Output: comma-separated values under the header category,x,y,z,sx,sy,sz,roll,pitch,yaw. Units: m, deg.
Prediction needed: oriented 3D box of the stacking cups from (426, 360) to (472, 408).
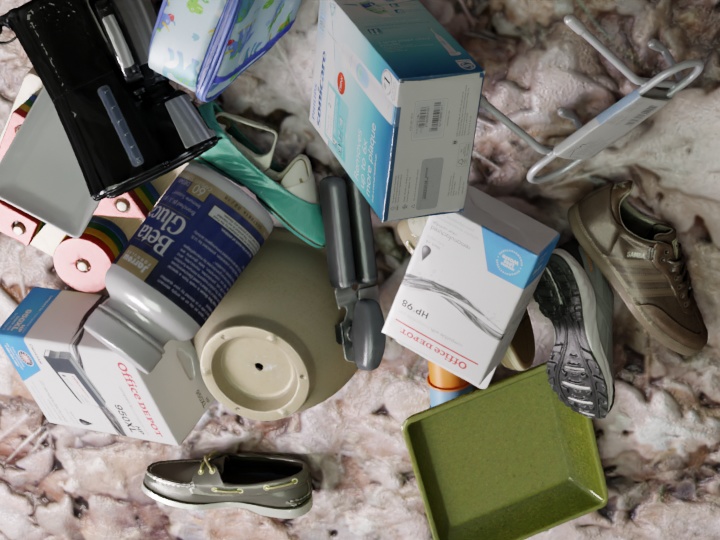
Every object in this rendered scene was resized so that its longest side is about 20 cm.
category,x,y,z,sx,sy,sz,roll,pitch,yaw
stacking cups,0.094,0.133,1.740,0.060,0.061,0.200,0,117,17

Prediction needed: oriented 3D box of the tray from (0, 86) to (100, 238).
category,x,y,z,sx,sy,sz,roll,pitch,yaw
tray,-0.282,-0.141,1.636,0.107,0.022,0.200,28,81,1

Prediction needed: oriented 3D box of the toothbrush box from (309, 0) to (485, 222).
category,x,y,z,sx,sy,sz,roll,pitch,yaw
toothbrush box,0.028,-0.160,1.486,0.085,0.200,0.146,-7,126,-20

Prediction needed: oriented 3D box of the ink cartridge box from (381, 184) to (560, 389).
category,x,y,z,sx,sy,sz,roll,pitch,yaw
ink cartridge box,0.100,0.029,1.585,0.116,0.067,0.200,28,121,12

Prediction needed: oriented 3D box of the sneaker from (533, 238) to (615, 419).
category,x,y,z,sx,sy,sz,roll,pitch,yaw
sneaker,0.230,0.061,1.634,0.074,0.079,0.200,11,123,40

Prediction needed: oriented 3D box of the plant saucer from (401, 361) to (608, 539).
category,x,y,z,sx,sy,sz,roll,pitch,yaw
plant saucer,0.150,0.196,1.724,0.200,0.048,0.200,-21,118,-9

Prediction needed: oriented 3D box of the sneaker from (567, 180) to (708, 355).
category,x,y,z,sx,sy,sz,roll,pitch,yaw
sneaker,0.290,-0.001,1.586,0.076,0.070,0.200,-35,106,30

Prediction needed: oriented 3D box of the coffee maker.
category,x,y,z,sx,sy,sz,roll,pitch,yaw
coffee maker,-0.260,-0.170,1.568,0.192,0.135,0.200,-22,94,18

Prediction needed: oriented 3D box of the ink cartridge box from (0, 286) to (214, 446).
category,x,y,z,sx,sy,sz,roll,pitch,yaw
ink cartridge box,-0.277,0.103,1.769,0.200,0.084,0.145,5,135,34

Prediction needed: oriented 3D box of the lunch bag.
category,x,y,z,sx,sy,sz,roll,pitch,yaw
lunch bag,-0.110,-0.251,1.474,0.082,0.200,0.161,31,123,5

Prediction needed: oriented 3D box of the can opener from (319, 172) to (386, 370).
category,x,y,z,sx,sy,sz,roll,pitch,yaw
can opener,0.000,0.000,1.646,0.066,0.053,0.200,0,100,54

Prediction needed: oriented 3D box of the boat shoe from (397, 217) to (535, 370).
category,x,y,z,sx,sy,sz,roll,pitch,yaw
boat shoe,0.109,0.021,1.657,0.065,0.072,0.200,-26,105,33

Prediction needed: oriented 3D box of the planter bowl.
category,x,y,z,sx,sy,sz,roll,pitch,yaw
planter bowl,-0.093,0.073,1.709,0.200,0.135,0.200,7,122,12

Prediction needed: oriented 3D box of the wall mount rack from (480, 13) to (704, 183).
category,x,y,z,sx,sy,sz,roll,pitch,yaw
wall mount rack,0.201,-0.159,1.460,0.200,0.174,0.075,-37,70,32

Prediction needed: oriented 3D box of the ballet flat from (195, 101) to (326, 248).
category,x,y,z,sx,sy,sz,roll,pitch,yaw
ballet flat,-0.093,-0.102,1.645,0.200,0.067,0.070,36,110,-9

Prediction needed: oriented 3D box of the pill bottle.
category,x,y,z,sx,sy,sz,roll,pitch,yaw
pill bottle,-0.186,0.000,1.628,0.111,0.111,0.200,37,80,-7

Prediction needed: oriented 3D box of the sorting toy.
category,x,y,z,sx,sy,sz,roll,pitch,yaw
sorting toy,-0.305,-0.079,1.718,0.199,0.070,0.200,30,124,-3

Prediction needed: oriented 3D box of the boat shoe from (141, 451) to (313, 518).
category,x,y,z,sx,sy,sz,roll,pitch,yaw
boat shoe,-0.154,0.239,1.870,0.202,0.072,0.060,5,121,6
